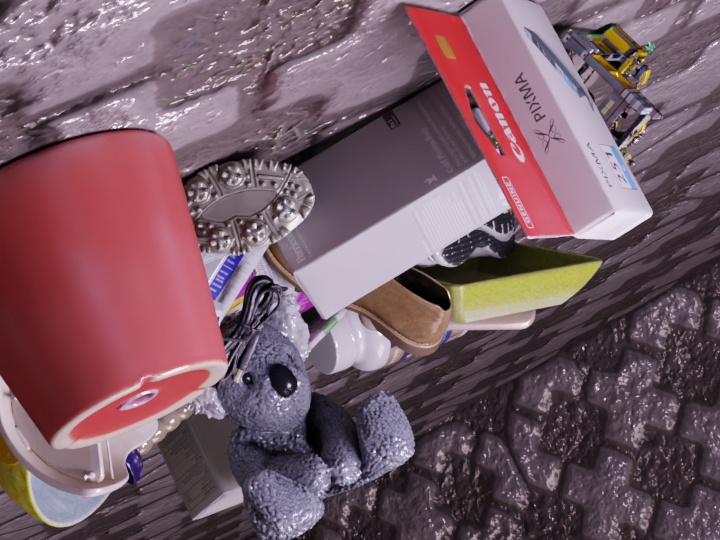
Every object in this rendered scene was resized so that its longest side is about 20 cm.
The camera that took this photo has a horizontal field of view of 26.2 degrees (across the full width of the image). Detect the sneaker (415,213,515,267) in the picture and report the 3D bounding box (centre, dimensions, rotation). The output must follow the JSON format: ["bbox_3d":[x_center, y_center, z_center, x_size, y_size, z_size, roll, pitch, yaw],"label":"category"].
[{"bbox_3d":[0.092,-0.042,1.538,0.080,0.074,0.200,-5,-179,32],"label":"sneaker"}]

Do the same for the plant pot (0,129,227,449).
[{"bbox_3d":[-0.196,0.022,1.134,0.200,0.178,0.200,-25,167,-6],"label":"plant pot"}]

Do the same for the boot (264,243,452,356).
[{"bbox_3d":[0.000,0.000,1.479,0.074,0.200,0.076,-56,172,-37],"label":"boot"}]

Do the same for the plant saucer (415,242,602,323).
[{"bbox_3d":[0.111,0.010,1.583,0.199,0.048,0.199,-10,-166,-35],"label":"plant saucer"}]

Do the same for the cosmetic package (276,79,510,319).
[{"bbox_3d":[0.019,-0.061,1.326,0.200,0.107,0.090,-31,143,-3],"label":"cosmetic package"}]

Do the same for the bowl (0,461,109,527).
[{"bbox_3d":[-0.303,0.137,1.493,0.107,0.201,0.200,14,-177,22],"label":"bowl"}]

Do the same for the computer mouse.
[{"bbox_3d":[-0.151,0.048,1.311,0.200,0.044,0.110,9,113,-58],"label":"computer mouse"}]

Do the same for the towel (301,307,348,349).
[{"bbox_3d":[-0.053,0.052,1.675,0.200,0.023,0.152,-45,-169,-22],"label":"towel"}]

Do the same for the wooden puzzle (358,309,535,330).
[{"bbox_3d":[0.089,0.033,1.687,0.184,0.037,0.200,-1,-165,0],"label":"wooden puzzle"}]

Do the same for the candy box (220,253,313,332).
[{"bbox_3d":[-0.126,0.027,1.567,0.136,0.061,0.200,-30,167,17],"label":"candy box"}]

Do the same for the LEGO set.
[{"bbox_3d":[0.201,-0.119,1.385,0.200,0.116,0.154,-48,163,16],"label":"LEGO set"}]

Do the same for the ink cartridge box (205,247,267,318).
[{"bbox_3d":[-0.134,0.006,1.392,0.200,0.039,0.099,-57,167,-2],"label":"ink cartridge box"}]

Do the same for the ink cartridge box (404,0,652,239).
[{"bbox_3d":[0.132,-0.119,1.167,0.045,0.201,0.176,-33,166,25],"label":"ink cartridge box"}]

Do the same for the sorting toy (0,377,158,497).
[{"bbox_3d":[-0.237,0.091,1.370,0.106,0.201,0.180,-9,177,25],"label":"sorting toy"}]

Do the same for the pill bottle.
[{"bbox_3d":[0.031,0.057,1.886,0.199,0.111,0.111,-19,166,-30],"label":"pill bottle"}]

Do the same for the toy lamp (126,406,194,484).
[{"bbox_3d":[-0.167,0.126,1.528,0.200,0.058,0.058,-39,175,-27],"label":"toy lamp"}]

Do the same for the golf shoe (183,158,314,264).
[{"bbox_3d":[-0.132,-0.039,1.295,0.199,0.079,0.097,-19,179,5],"label":"golf shoe"}]

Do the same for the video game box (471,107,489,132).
[{"bbox_3d":[0.081,-0.090,1.545,0.182,0.047,0.200,-33,166,19],"label":"video game box"}]

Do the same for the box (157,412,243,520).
[{"bbox_3d":[-0.174,0.155,1.663,0.078,0.201,0.095,-17,164,-38],"label":"box"}]

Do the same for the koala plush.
[{"bbox_3d":[-0.082,0.137,1.479,0.177,0.200,0.184,-32,-179,-22],"label":"koala plush"}]
